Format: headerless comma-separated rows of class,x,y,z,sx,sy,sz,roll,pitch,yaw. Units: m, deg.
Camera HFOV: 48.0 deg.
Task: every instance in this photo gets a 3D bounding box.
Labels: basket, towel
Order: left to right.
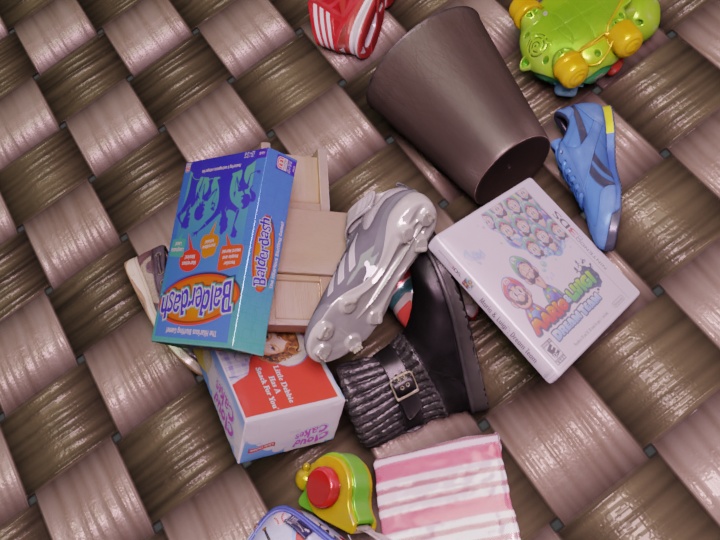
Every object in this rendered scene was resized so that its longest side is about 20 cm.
towel,0.093,0.279,0.835,0.143,0.030,0.204,-13,60,9
basket,0.130,-0.193,0.991,0.179,0.136,0.202,-37,65,4

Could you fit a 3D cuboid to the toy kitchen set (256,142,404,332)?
toy kitchen set,-0.058,-0.015,0.957,0.160,0.180,0.205,3,73,-21

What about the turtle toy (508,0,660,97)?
turtle toy,0.286,-0.295,1.012,0.197,0.101,0.147,-28,62,0

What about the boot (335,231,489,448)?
boot,0.042,0.077,0.871,0.154,0.079,0.216,-14,95,6

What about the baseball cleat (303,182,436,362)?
baseball cleat,0.000,0.000,0.845,0.201,0.070,0.106,-50,38,-2

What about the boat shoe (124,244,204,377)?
boat shoe,-0.228,0.043,1.005,0.064,0.072,0.201,-39,56,-1

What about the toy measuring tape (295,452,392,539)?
toy measuring tape,0.004,0.234,0.834,0.197,0.074,0.075,11,66,43

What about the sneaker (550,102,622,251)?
sneaker,0.262,-0.110,0.947,0.076,0.066,0.204,0,60,6

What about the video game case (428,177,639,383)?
video game case,0.189,0.001,0.856,0.183,0.024,0.199,49,47,12

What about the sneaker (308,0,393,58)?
sneaker,-0.012,-0.404,1.157,0.113,0.079,0.203,15,69,19

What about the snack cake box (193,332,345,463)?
snack cake box,-0.111,0.103,0.897,0.113,0.068,0.201,-7,43,-27

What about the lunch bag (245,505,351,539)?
lunch bag,-0.070,0.349,0.814,0.159,0.076,0.202,31,80,26

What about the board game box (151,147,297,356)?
board game box,-0.145,-0.018,0.849,0.150,0.045,0.205,-2,76,45

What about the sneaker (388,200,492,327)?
sneaker,0.123,0.005,0.940,0.198,0.070,0.094,-37,77,-4
